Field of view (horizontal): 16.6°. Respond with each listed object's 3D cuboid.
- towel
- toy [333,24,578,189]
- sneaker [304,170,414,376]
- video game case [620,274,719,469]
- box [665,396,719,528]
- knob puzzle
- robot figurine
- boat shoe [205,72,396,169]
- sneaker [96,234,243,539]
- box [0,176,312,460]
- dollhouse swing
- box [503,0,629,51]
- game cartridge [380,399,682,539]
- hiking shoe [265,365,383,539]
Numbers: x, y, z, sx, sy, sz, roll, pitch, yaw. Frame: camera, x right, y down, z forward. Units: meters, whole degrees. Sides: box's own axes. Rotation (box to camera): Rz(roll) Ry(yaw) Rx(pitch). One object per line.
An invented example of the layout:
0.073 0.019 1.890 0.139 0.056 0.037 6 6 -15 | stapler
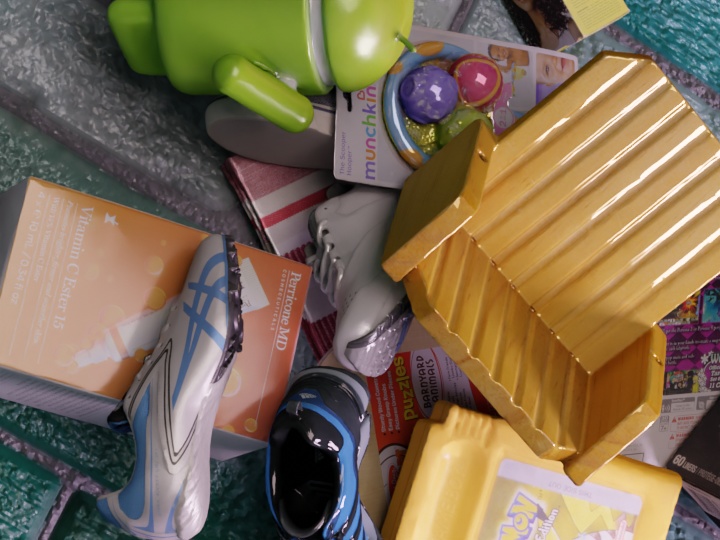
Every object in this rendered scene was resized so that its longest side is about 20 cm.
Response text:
0.005 -0.016 1.709 0.144 0.023 0.200 -27 92 -27 | towel
0.077 -0.109 1.660 0.200 0.047 0.115 8 76 -34 | toy
0.000 0.000 1.624 0.087 0.075 0.200 20 31 -2 | sneaker
0.230 0.063 1.742 0.200 0.036 0.181 -4 104 -30 | video game case
0.332 0.109 1.720 0.200 0.122 0.106 -51 125 -10 | box
0.035 0.118 1.673 0.220 0.030 0.220 2 83 -22 | knob puzzle
-0.057 -0.170 1.579 0.200 0.116 0.176 1 60 12 | robot figurine
-0.016 -0.122 1.675 0.200 0.075 0.093 9 69 -32 | boat shoe
-0.113 0.066 1.507 0.072 0.072 0.200 10 68 4 | sneaker
-0.149 0.034 1.586 0.200 0.097 0.124 17 74 -21 | box
0.151 -0.012 1.577 0.200 0.176 0.182 49 24 -16 | dollhouse swing
0.113 -0.255 1.779 0.050 0.075 0.200 -30 91 -27 | box
0.107 0.194 1.659 0.200 0.032 0.176 18 88 -26 | game cartridge
-0.031 0.164 1.559 0.087 0.074 0.200 -40 126 -63 | hiking shoe
